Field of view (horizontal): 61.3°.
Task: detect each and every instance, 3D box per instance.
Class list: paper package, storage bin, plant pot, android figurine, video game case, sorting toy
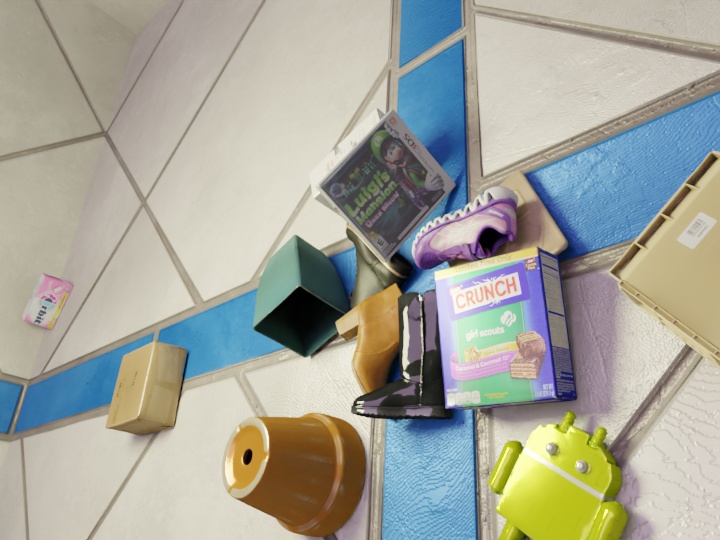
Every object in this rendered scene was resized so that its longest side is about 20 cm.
[{"bbox_3d":[-0.549,0.305,1.563,0.189,0.103,0.203,-23,54,40],"label":"paper package"},{"bbox_3d":[0.426,-0.004,0.687,0.201,0.093,0.199,-53,39,12],"label":"storage bin"},{"bbox_3d":[-0.122,0.035,1.231,0.141,0.141,0.202,-40,36,24],"label":"plant pot"},{"bbox_3d":[0.246,0.279,0.762,0.181,0.041,0.202,26,90,51],"label":"android figurine"},{"bbox_3d":[0.049,-0.150,1.077,0.200,0.182,0.023,-47,13,-13],"label":"video game case"},{"bbox_3d":[0.224,-0.044,0.981,0.185,0.036,0.202,-41,39,24],"label":"sorting toy"},{"bbox_3d":[-0.123,0.328,1.021,0.199,0.182,0.203,-25,51,35],"label":"plant pot"}]

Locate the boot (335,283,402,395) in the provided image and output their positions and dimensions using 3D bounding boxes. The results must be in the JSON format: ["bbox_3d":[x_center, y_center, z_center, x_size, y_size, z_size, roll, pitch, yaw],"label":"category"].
[{"bbox_3d":[0.051,0.131,1.042,0.143,0.071,0.203,-29,64,9],"label":"boot"}]

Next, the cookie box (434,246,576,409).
[{"bbox_3d":[0.199,0.086,0.859,0.169,0.075,0.204,-16,69,37],"label":"cookie box"}]

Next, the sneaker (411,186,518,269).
[{"bbox_3d":[0.166,-0.047,0.961,0.199,0.080,0.090,-32,51,32],"label":"sneaker"}]

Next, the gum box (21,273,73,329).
[{"bbox_3d":[-1.244,0.117,2.420,0.066,0.113,0.203,17,82,50],"label":"gum box"}]

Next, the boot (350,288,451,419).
[{"bbox_3d":[0.068,0.134,0.981,0.162,0.066,0.204,-2,71,13],"label":"boot"}]

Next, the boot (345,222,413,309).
[{"bbox_3d":[0.000,0.000,1.168,0.140,0.077,0.200,-58,38,12],"label":"boot"}]

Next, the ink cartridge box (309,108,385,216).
[{"bbox_3d":[0.017,-0.192,1.199,0.199,0.146,0.084,-39,41,27],"label":"ink cartridge box"}]
